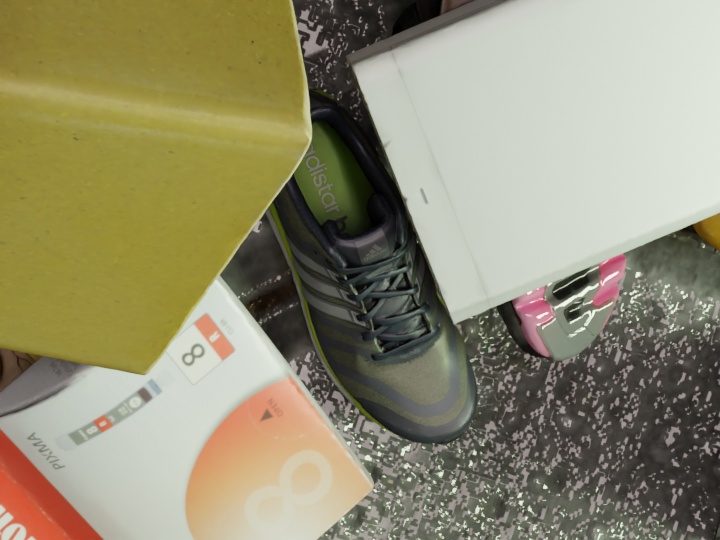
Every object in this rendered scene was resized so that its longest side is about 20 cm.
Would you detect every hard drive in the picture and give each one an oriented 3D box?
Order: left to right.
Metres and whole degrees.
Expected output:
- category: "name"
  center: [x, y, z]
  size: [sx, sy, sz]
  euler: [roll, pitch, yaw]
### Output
- category: "hard drive"
  center: [0.109, -0.073, 0.776]
  size: [0.199, 0.026, 0.132]
  euler: [-23, 114, 1]

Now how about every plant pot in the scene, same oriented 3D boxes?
- category: "plant pot"
  center: [-0.157, -0.089, 0.695]
  size: [0.199, 0.194, 0.196]
  euler: [4, 58, -26]

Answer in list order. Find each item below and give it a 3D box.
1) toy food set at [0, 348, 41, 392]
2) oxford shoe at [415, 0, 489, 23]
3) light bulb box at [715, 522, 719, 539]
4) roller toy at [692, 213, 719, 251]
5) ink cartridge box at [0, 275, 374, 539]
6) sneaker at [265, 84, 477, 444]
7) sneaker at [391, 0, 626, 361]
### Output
- category: "toy food set"
  center: [-0.173, 0.050, 0.841]
  size: [0.200, 0.060, 0.144]
  euler: [-45, 101, -5]
- category: "oxford shoe"
  center: [0.028, -0.192, 0.794]
  size: [0.084, 0.073, 0.201]
  euler: [-14, 74, -18]
- category: "light bulb box"
  center: [0.316, 0.123, 0.874]
  size: [0.199, 0.198, 0.125]
  euler: [14, 93, -11]
- category: "roller toy"
  center: [0.276, -0.077, 0.880]
  size: [0.182, 0.140, 0.201]
  euler: [24, 92, -1]
- category: "ink cartridge box"
  center: [-0.111, 0.109, 0.829]
  size: [0.200, 0.050, 0.162]
  euler: [-43, 125, -11]
- category: "sneaker"
  center: [0.000, 0.000, 0.861]
  size: [0.074, 0.081, 0.200]
  euler: [-31, 99, -7]
- category: "sneaker"
  center: [0.065, -0.051, 0.865]
  size: [0.079, 0.095, 0.201]
  euler: [-14, 88, -34]
